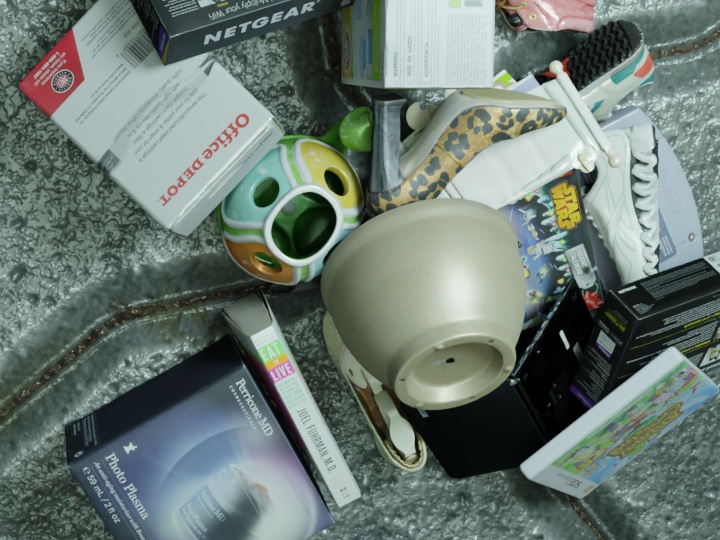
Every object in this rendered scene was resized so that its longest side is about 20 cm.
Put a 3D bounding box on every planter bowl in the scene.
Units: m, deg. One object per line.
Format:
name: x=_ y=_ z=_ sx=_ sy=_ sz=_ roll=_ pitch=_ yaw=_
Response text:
planter bowl: x=0.073 y=0.048 z=1.311 sx=0.200 sy=0.135 sz=0.200 roll=-11 pitch=143 yaw=-8

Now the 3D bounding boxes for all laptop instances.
laptop: x=0.161 y=0.120 z=1.454 sx=0.200 sy=0.103 sz=0.177 roll=-56 pitch=143 yaw=-18

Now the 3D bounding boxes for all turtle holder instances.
turtle holder: x=-0.049 y=-0.065 z=1.343 sx=0.185 sy=0.132 sz=0.141 roll=-25 pitch=106 yaw=-6

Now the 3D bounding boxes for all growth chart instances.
growth chart: x=0.135 y=-0.127 z=1.343 sx=0.200 sy=0.018 sz=0.145 roll=-24 pitch=75 yaw=1

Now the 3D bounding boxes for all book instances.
book: x=-0.068 y=0.130 z=1.384 sx=0.048 sy=0.134 sz=0.200 roll=-28 pitch=108 yaw=-6

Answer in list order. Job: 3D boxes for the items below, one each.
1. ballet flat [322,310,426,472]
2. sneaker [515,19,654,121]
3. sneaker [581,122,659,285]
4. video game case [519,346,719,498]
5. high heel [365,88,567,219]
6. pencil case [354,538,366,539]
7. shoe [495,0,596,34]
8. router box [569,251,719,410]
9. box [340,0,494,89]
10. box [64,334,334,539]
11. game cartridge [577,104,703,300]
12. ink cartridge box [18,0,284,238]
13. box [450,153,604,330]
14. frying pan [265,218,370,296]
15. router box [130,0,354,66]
ballet flat: x=0.023 y=0.123 z=1.440 sx=0.067 sy=0.062 sz=0.200 roll=-28 pitch=107 yaw=-5
sneaker: x=0.215 y=-0.169 z=1.411 sx=0.200 sy=0.070 sz=0.093 roll=-33 pitch=140 yaw=11
sneaker: x=0.271 y=-0.055 z=1.423 sx=0.081 sy=0.075 sz=0.200 roll=-3 pitch=110 yaw=12
video game case: x=0.278 y=0.166 z=1.450 sx=0.200 sy=0.022 sz=0.182 roll=-41 pitch=152 yaw=11
high heel: x=0.101 y=-0.101 z=1.319 sx=0.200 sy=0.071 sz=0.143 roll=-4 pitch=111 yaw=-15
pencil case: x=0.076 y=0.347 z=1.493 sx=0.200 sy=0.085 sz=0.084 roll=12 pitch=98 yaw=-14
shoe: x=0.149 y=-0.286 z=1.368 sx=0.200 sy=0.071 sz=0.091 roll=3 pitch=97 yaw=-18
router box: x=0.326 y=0.062 z=1.434 sx=0.200 sy=0.051 sz=0.149 roll=-16 pitch=139 yaw=-30
box: x=0.049 y=-0.227 z=1.289 sx=0.101 sy=0.200 sz=0.113 roll=-1 pitch=100 yaw=-12
box: x=-0.163 y=0.206 z=1.387 sx=0.198 sy=0.123 sz=0.200 roll=-30 pitch=108 yaw=-6
game cartridge: x=0.289 y=-0.068 z=1.471 sx=0.133 sy=0.041 sz=0.200 roll=-26 pitch=107 yaw=-2
ink cartridge box: x=-0.191 y=-0.149 z=1.279 sx=0.200 sy=0.084 sz=0.144 roll=44 pitch=91 yaw=8
box: x=0.166 y=-0.033 z=1.413 sx=0.137 sy=0.040 sz=0.200 roll=-17 pitch=121 yaw=1
frying pan: x=0.011 y=0.014 z=1.423 sx=0.190 sy=0.031 sz=0.115 roll=-33 pitch=94 yaw=5
router box: x=-0.120 y=-0.291 z=1.255 sx=0.200 sy=0.052 sz=0.157 roll=-21 pitch=74 yaw=-22
